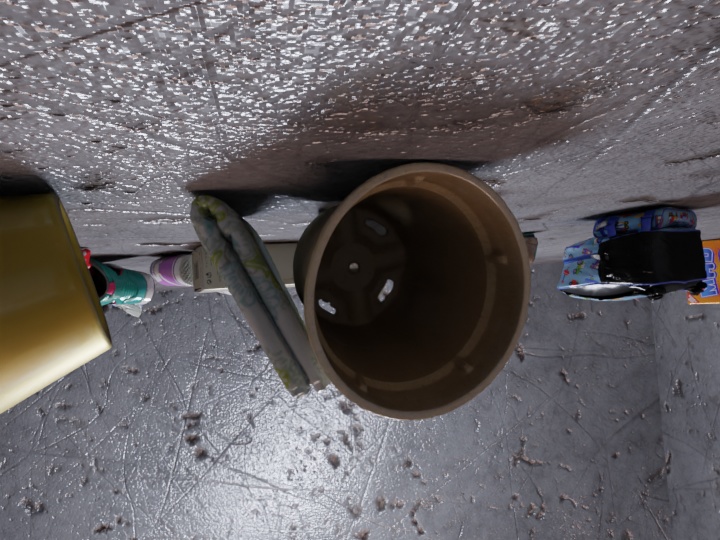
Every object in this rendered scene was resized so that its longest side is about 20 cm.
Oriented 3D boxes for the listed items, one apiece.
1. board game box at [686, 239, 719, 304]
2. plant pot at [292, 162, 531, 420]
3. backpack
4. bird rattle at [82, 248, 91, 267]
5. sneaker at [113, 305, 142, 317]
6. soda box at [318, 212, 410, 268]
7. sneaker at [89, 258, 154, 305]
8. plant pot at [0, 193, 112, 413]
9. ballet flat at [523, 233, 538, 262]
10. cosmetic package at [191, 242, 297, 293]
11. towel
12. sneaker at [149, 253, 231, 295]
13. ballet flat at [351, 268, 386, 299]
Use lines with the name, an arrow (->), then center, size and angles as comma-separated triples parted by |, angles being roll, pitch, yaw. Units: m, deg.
board game box -> 1.206, 0.000, 1.849 | 0.198, 0.204, 0.198 | -2, 178, -39
plant pot -> 0.021, 0.008, 0.525 | 0.197, 0.204, 0.183 | -3, -172, -21
backpack -> 0.424, -0.019, 0.915 | 0.180, 0.137, 0.199 | -3, 176, -36
bird rattle -> -0.492, 0.004, 0.800 | 0.198, 0.115, 0.162 | -19, -161, -39
sneaker -> -0.658, 0.054, 1.535 | 0.076, 0.086, 0.200 | 21, 165, 23
soda box -> 0.049, -0.039, 0.664 | 0.196, 0.065, 0.068 | -4, 177, -5
sneaker -> -0.471, 0.023, 0.984 | 0.197, 0.085, 0.120 | 3, 174, 29
plant pot -> -0.299, 0.030, 0.415 | 0.187, 0.204, 0.200 | -20, -176, -21
ballet flat -> 0.266, -0.031, 1.151 | 0.067, 0.069, 0.198 | -1, 176, -43
cosmetic package -> -0.177, -0.004, 0.955 | 0.197, 0.072, 0.105 | -3, 177, -25
towel -> -0.091, 0.027, 0.560 | 0.048, 0.202, 0.171 | -31, 179, -7
sneaker -> -0.298, 0.004, 1.057 | 0.113, 0.074, 0.200 | -2, 168, 32
ballet flat -> 0.000, 0.000, 0.736 | 0.068, 0.071, 0.201 | -4, -151, -10
